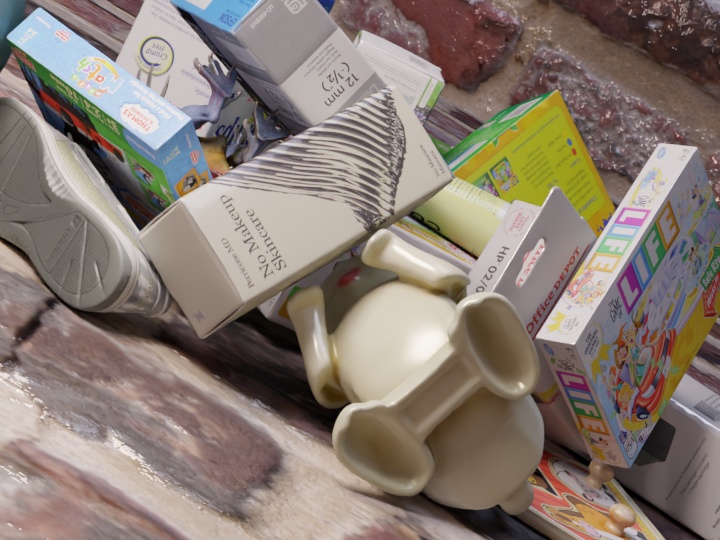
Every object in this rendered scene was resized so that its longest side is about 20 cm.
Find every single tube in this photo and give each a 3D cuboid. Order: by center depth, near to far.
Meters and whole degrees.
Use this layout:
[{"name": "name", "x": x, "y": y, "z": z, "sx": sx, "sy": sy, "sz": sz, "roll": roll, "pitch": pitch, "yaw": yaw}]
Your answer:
[{"name": "tube", "x": 0.059, "y": -0.056, "z": 1.449, "sx": 0.199, "sy": 0.052, "sz": 0.058, "roll": 30, "pitch": -29, "yaw": 6}]

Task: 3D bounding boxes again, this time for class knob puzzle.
[{"name": "knob puzzle", "x": 0.140, "y": 0.150, "z": 1.329, "sx": 0.219, "sy": 0.031, "sz": 0.220, "roll": 29, "pitch": 12, "yaw": -7}]

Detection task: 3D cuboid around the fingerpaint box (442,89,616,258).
[{"name": "fingerpaint box", "x": 0.132, "y": -0.036, "z": 1.597, "sx": 0.200, "sy": 0.073, "sz": 0.168, "roll": -40, "pitch": 106, "yaw": -46}]

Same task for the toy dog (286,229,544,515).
[{"name": "toy dog", "x": 0.040, "y": 0.056, "z": 1.227, "sx": 0.194, "sy": 0.140, "sz": 0.200, "roll": 38, "pitch": 6, "yaw": -33}]

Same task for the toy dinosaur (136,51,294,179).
[{"name": "toy dinosaur", "x": -0.140, "y": -0.080, "z": 1.353, "sx": 0.105, "sy": 0.181, "sz": 0.201, "roll": 37, "pitch": 40, "yaw": -17}]

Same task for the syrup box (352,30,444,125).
[{"name": "syrup box", "x": -0.011, "y": -0.089, "z": 1.542, "sx": 0.081, "sy": 0.201, "sz": 0.079, "roll": 26, "pitch": 12, "yaw": -5}]

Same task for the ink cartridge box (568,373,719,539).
[{"name": "ink cartridge box", "x": 0.239, "y": 0.126, "z": 1.536, "sx": 0.199, "sy": 0.084, "sz": 0.145, "roll": 34, "pitch": 12, "yaw": 15}]

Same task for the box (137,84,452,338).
[{"name": "box", "x": -0.039, "y": -0.041, "z": 1.203, "sx": 0.200, "sy": 0.068, "sz": 0.082, "roll": -33, "pitch": 90, "yaw": -38}]

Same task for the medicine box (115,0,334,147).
[{"name": "medicine box", "x": -0.129, "y": -0.177, "z": 1.619, "sx": 0.102, "sy": 0.201, "sz": 0.182, "roll": 29, "pitch": 11, "yaw": 10}]

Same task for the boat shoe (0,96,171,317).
[{"name": "boat shoe", "x": -0.193, "y": -0.039, "z": 1.219, "sx": 0.202, "sy": 0.075, "sz": 0.065, "roll": 44, "pitch": 12, "yaw": 36}]

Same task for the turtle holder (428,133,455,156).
[{"name": "turtle holder", "x": 0.060, "y": -0.039, "z": 1.657, "sx": 0.131, "sy": 0.142, "sz": 0.186, "roll": 25, "pitch": 11, "yaw": -25}]

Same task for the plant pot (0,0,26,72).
[{"name": "plant pot", "x": -0.311, "y": -0.165, "z": 1.225, "sx": 0.199, "sy": 0.200, "sz": 0.135, "roll": 20, "pitch": 42, "yaw": -39}]

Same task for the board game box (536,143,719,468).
[{"name": "board game box", "x": 0.208, "y": 0.025, "z": 1.370, "sx": 0.034, "sy": 0.200, "sz": 0.135, "roll": 9, "pitch": -39, "yaw": 39}]

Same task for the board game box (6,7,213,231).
[{"name": "board game box", "x": -0.154, "y": -0.070, "z": 1.270, "sx": 0.151, "sy": 0.037, "sz": 0.200, "roll": 36, "pitch": -20, "yaw": 28}]

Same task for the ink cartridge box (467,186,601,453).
[{"name": "ink cartridge box", "x": 0.133, "y": 0.031, "z": 1.368, "sx": 0.068, "sy": 0.116, "sz": 0.200, "roll": 17, "pitch": -23, "yaw": 41}]

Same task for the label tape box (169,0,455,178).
[{"name": "label tape box", "x": -0.036, "y": -0.132, "z": 1.348, "sx": 0.200, "sy": 0.066, "sz": 0.143, "roll": 51, "pitch": -8, "yaw": -28}]

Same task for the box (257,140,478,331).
[{"name": "box", "x": 0.000, "y": 0.000, "z": 1.404, "sx": 0.199, "sy": 0.102, "sz": 0.112, "roll": 26, "pitch": 11, "yaw": -42}]
